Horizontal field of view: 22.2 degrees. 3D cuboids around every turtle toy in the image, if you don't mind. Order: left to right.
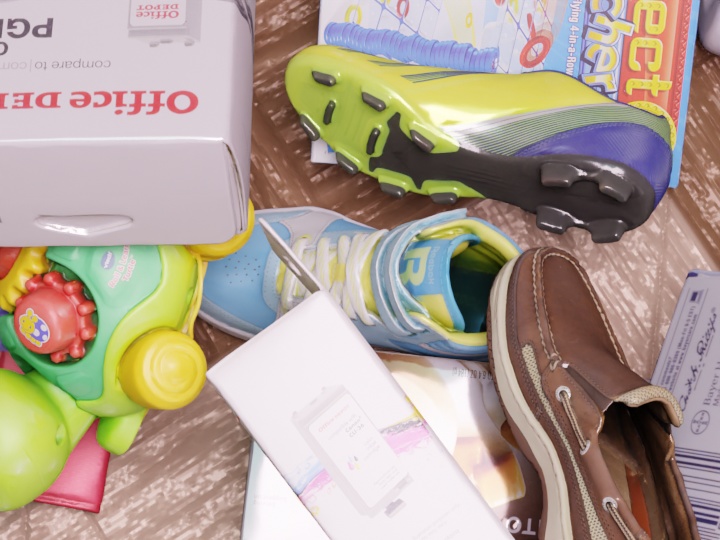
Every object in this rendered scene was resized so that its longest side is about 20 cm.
[{"bbox_3d":[-0.137,0.023,0.890,0.101,0.146,0.201,22,79,-22],"label":"turtle toy"}]

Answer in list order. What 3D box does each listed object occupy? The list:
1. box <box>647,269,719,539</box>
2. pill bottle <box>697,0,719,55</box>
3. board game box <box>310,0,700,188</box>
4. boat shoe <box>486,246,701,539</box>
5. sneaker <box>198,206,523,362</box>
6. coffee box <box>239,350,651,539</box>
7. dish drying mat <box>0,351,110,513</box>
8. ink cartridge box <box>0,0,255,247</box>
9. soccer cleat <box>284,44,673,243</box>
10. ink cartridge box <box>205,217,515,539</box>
[{"bbox_3d":[0.229,0.121,0.885,0.200,0.105,0.184,27,78,-28],"label":"box"},{"bbox_3d":[0.288,-0.155,0.976,0.199,0.113,0.113,9,79,0],"label":"pill bottle"},{"bbox_3d":[0.077,-0.150,0.960,0.195,0.056,0.201,4,104,0],"label":"board game box"},{"bbox_3d":[0.115,0.070,0.825,0.075,0.075,0.203,12,53,-37],"label":"boat shoe"},{"bbox_3d":[0.000,0.000,0.930,0.199,0.131,0.080,6,81,0],"label":"sneaker"},{"bbox_3d":[0.043,0.104,0.936,0.199,0.080,0.115,7,82,0],"label":"coffee box"},{"bbox_3d":[-0.158,0.023,0.978,0.077,0.018,0.201,10,79,-1],"label":"dish drying mat"},{"bbox_3d":[-0.121,-0.118,0.839,0.146,0.083,0.201,-1,61,1],"label":"ink cartridge box"},{"bbox_3d":[0.060,-0.075,0.925,0.199,0.065,0.084,19,50,11],"label":"soccer cleat"},{"bbox_3d":[-0.006,0.078,0.840,0.067,0.116,0.200,-36,84,-4],"label":"ink cartridge box"}]
